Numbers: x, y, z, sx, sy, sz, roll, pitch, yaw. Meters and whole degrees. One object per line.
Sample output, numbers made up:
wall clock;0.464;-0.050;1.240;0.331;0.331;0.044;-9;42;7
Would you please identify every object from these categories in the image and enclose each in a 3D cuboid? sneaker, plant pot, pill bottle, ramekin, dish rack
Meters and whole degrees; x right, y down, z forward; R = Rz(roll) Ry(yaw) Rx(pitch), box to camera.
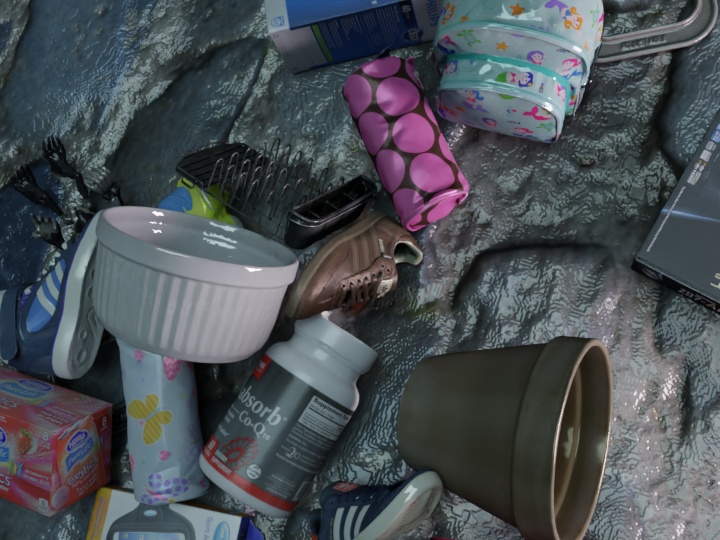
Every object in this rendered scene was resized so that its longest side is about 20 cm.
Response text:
sneaker;-0.182;-0.016;0.991;0.105;0.076;0.200;-27;73;24
sneaker;-0.354;0.016;0.951;0.146;0.081;0.200;12;83;20
plant pot;0.138;0.153;0.827;0.173;0.200;0.200;7;78;30
pill bottle;-0.073;0.148;0.895;0.116;0.116;0.200;30;84;17
ramekin;-0.170;0.014;0.837;0.200;0.200;0.105;19;101;15
sneaker;0.000;0.000;0.892;0.075;0.071;0.200;34;43;12
dish rack;-0.100;-0.102;0.948;0.200;0.153;0.055;32;121;16
sneaker;0.004;0.237;0.841;0.200;0.075;0.085;-52;57;36

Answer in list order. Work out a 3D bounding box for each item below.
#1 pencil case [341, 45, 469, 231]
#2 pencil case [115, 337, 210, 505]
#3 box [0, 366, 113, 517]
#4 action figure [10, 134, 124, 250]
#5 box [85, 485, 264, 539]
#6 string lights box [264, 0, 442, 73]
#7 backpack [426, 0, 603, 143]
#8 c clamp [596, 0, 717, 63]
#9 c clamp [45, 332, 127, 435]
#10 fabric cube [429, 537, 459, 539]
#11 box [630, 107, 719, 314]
pencil case;0.054;-0.148;0.958;0.093;0.091;0.200;-19;75;-11
pencil case;-0.214;0.152;0.915;0.083;0.091;0.201;-6;89;8
box;-0.384;0.180;0.934;0.200;0.095;0.103;12;105;23
action figure;-0.340;-0.069;1.011;0.119;0.102;0.200;-43;71;-13
box;-0.207;0.314;0.923;0.200;0.041;0.119;7;78;15
string lights box;-0.003;-0.302;0.994;0.200;0.103;0.059;-11;74;8
backpack;0.161;-0.230;0.885;0.177;0.200;0.151;15;77;8
c clamp;0.306;-0.325;0.975;0.199;0.027;0.171;-3;76;11
c clamp;-0.290;0.103;0.987;0.200;0.027;0.171;-30;85;4
fabric cube;0.137;0.356;0.759;0.199;0.199;0.197;2;78;12
box;0.405;-0.053;0.881;0.160;0.044;0.200;30;84;17
